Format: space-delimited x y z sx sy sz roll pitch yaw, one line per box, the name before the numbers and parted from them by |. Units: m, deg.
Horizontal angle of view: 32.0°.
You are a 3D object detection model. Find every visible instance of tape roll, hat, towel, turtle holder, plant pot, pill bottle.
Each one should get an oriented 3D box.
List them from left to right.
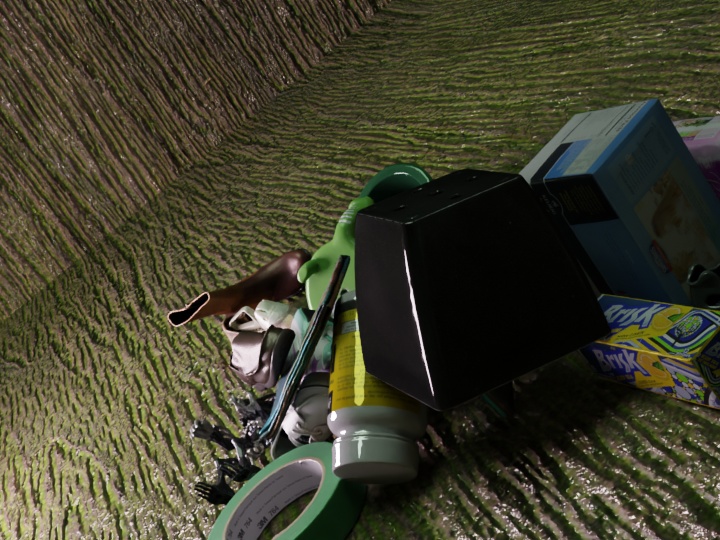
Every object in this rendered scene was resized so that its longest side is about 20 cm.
tape roll | -0.087 0.285 1.449 0.200 0.048 0.201 -33 19 13
towel | -0.065 0.091 1.480 0.147 0.022 0.201 -73 7 -65
turtle holder | -0.006 0.008 1.741 0.141 0.186 0.132 -32 -7 32
pill bottle | 0.021 0.130 1.405 0.114 0.114 0.201 -20 57 41
hat | 0.101 -0.071 1.970 0.165 0.176 0.201 -22 62 33
plant pot | 0.099 0.004 1.266 0.199 0.178 0.199 -23 15 -18

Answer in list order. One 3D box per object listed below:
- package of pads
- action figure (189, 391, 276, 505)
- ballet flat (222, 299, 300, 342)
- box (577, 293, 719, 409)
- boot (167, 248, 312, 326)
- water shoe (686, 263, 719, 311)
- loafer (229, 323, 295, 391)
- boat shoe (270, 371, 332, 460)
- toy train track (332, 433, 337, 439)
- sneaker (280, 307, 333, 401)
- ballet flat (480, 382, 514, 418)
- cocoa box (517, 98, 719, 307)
package of pads | 0.382 -0.106 1.399 0.076 0.121 0.200 -39 18 -22
action figure | -0.159 0.213 1.658 0.119 0.102 0.200 -44 17 26
ballet flat | -0.155 0.083 1.993 0.200 0.067 0.068 -17 28 45
box | 0.291 0.076 1.223 0.064 0.070 0.200 -45 21 -16
boot | -0.193 0.025 2.042 0.188 0.069 0.200 -26 -11 31
water shoe | 0.405 -0.013 1.188 0.199 0.079 0.072 -30 19 -4
loafer | -0.137 0.114 1.629 0.200 0.071 0.073 129 163 -67
boat shoe | -0.061 0.189 1.549 0.200 0.073 0.066 122 170 -57
toy train track | 0.060 0.159 1.511 0.199 0.033 0.115 -32 12 -1
sneaker | -0.050 0.151 1.634 0.140 0.077 0.200 -67 29 15
ballet flat | 0.126 0.098 1.423 0.068 0.068 0.200 -47 33 -7
cocoa box | 0.287 -0.061 1.343 0.133 0.200 0.131 -46 22 -25
